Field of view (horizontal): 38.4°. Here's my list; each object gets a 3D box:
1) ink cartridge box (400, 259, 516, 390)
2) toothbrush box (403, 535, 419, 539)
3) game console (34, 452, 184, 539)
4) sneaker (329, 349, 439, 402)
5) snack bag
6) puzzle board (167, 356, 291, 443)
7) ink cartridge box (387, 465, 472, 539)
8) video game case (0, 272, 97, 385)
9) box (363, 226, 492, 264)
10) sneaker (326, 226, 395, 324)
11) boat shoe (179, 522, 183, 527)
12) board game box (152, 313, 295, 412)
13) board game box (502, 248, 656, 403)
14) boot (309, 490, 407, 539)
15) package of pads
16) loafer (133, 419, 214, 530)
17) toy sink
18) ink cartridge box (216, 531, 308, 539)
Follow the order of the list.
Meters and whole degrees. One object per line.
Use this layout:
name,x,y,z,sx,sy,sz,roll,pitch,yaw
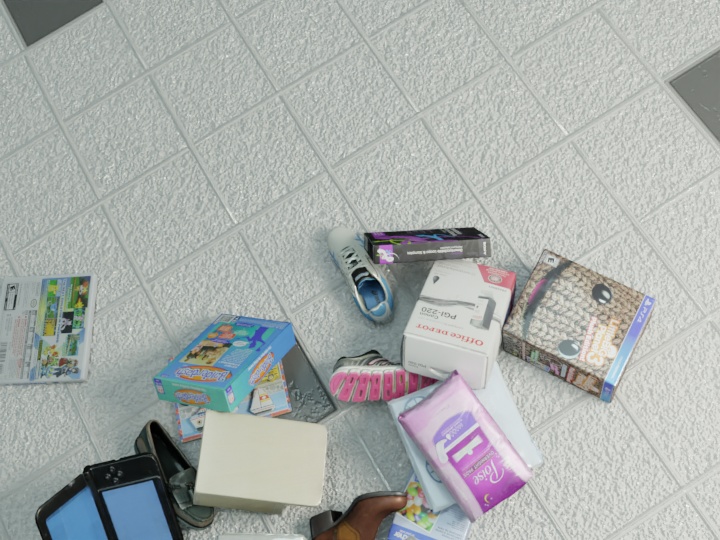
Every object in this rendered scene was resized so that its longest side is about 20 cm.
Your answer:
ink cartridge box,0.160,0.081,1.671,0.143,0.086,0.201,13,46,14
toothbrush box,0.072,0.514,1.497,0.145,0.085,0.202,-30,93,-14
game console,-0.378,0.409,1.593,0.172,0.117,0.204,-13,110,2
sneaker,0.042,0.172,1.697,0.196,0.075,0.088,2,24,-9
snack bag,0.165,0.255,1.632,0.197,0.021,0.191,-23,70,-5
puzzle board,-0.226,0.194,1.764,0.196,0.017,0.153,-16,66,3
ink cartridge box,0.119,0.379,1.623,0.117,0.042,0.203,16,73,15
video game case,-0.567,0.104,1.852,0.178,0.022,0.204,-3,67,8
box,0.110,-0.044,1.724,0.196,0.143,0.037,-2,100,-6
sneaker,0.000,0.000,1.778,0.071,0.073,0.202,-29,65,-2
boat shoe,-0.385,0.393,1.682,0.196,0.064,0.072,4,68,10
board game box,-0.220,0.147,1.690,0.150,0.046,0.200,6,32,31
board game box,0.351,0.089,1.671,0.197,0.097,0.161,25,74,18
boot,0.013,0.450,1.571,0.186,0.068,0.203,-24,64,18
package of pads,0.157,0.265,1.562,0.120,0.076,0.201,-36,85,-2
loafer,-0.303,0.331,1.683,0.071,0.063,0.200,-19,57,-43
toy sink,-0.159,0.310,1.641,0.196,0.112,0.133,7,66,-7
ink cartridge box,-0.151,0.512,1.586,0.141,0.084,0.204,-1,69,9
